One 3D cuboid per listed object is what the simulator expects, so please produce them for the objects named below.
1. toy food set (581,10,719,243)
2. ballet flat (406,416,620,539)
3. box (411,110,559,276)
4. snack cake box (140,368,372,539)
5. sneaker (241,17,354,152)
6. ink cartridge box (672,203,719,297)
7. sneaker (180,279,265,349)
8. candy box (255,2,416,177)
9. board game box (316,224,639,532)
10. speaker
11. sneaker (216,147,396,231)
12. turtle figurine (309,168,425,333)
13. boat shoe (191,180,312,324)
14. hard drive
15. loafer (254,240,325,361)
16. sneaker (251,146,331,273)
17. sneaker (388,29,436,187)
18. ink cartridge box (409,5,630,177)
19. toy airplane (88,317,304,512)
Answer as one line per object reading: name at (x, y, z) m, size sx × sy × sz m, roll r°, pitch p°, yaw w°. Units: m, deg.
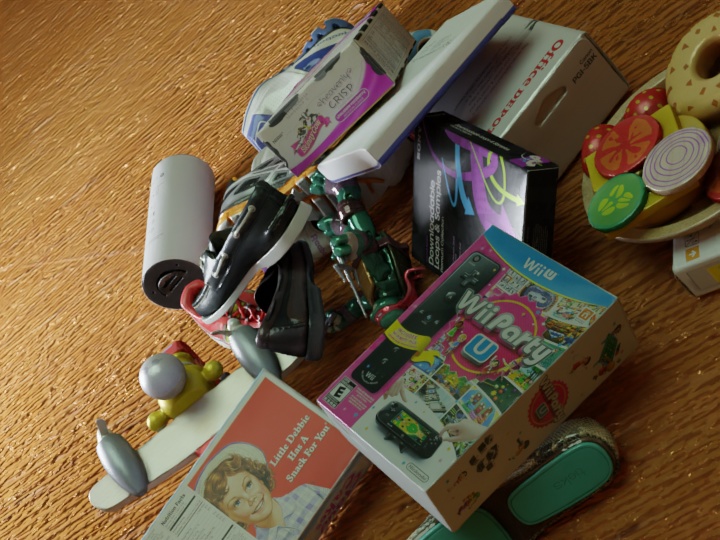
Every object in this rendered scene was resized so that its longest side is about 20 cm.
toy food set at (0.255, -0.106, 1.078) m, size 0.200 × 0.049 × 0.198 m, roll -33°, pitch 35°, yaw 24°
ballet flat at (0.107, 0.178, 1.034) m, size 0.200 × 0.068 × 0.075 m, roll -37°, pitch 12°, yaw 8°
box at (0.104, -0.048, 1.208) m, size 0.200 × 0.036 × 0.144 m, roll -142°, pitch 48°, yaw -59°
snack cake box at (-0.091, 0.202, 1.178) m, size 0.115 × 0.067 × 0.200 m, roll 34°, pitch 82°, yaw 18°
sneaker at (-0.047, -0.212, 1.595) m, size 0.200 × 0.081 × 0.115 m, roll -53°, pitch 30°, yaw -10°
ink cartridge box at (0.335, -0.096, 1.055) m, size 0.199 × 0.047 × 0.198 m, roll -22°, pitch 40°, yaw 34°
sneaker at (-0.124, 0.047, 1.413) m, size 0.200 × 0.085 × 0.077 m, roll 5°, pitch 61°, yaw 53°
candy box at (-0.019, -0.183, 1.362) m, size 0.136 × 0.061 × 0.200 m, roll -42°, pitch 9°, yaw 21°
board game box at (0.086, 0.076, 1.036) m, size 0.200 × 0.064 × 0.147 m, roll -43°, pitch 42°, yaw -11°
speaker at (-0.215, -0.048, 1.625) m, size 0.081 × 0.081 × 0.200 m, roll -34°, pitch 35°, yaw 22°
sneaker at (-0.059, -0.091, 1.404) m, size 0.199 × 0.078 × 0.077 m, roll -19°, pitch 47°, yaw 12°
turtle figurine at (0.000, 0.000, 1.309) m, size 0.150 × 0.100 × 0.201 m, roll 104°, pitch 158°, yaw -44°
boat shoe at (-0.117, -0.019, 1.306) m, size 0.200 × 0.060 × 0.076 m, roll -45°, pitch 15°, yaw 41°
hard drive at (0.050, -0.167, 1.273) m, size 0.200 × 0.025 × 0.132 m, roll -50°, pitch 14°, yaw -16°
loafer at (-0.073, 0.022, 1.282) m, size 0.200 × 0.063 × 0.072 m, roll -111°, pitch 23°, yaw -66°
sneaker at (-0.067, -0.071, 1.499) m, size 0.099 × 0.075 × 0.201 m, roll -23°, pitch 43°, yaw 13°
sneaker at (0.051, -0.178, 1.456) m, size 0.072 × 0.072 × 0.201 m, roll -9°, pitch 53°, yaw 36°
ink cartridge box at (0.139, -0.164, 1.320) m, size 0.147 × 0.083 × 0.200 m, roll -51°, pitch 32°, yaw -3°
toy airplane at (-0.158, 0.138, 1.304) m, size 0.198 × 0.141 × 0.201 m, roll -7°, pitch 46°, yaw 38°
